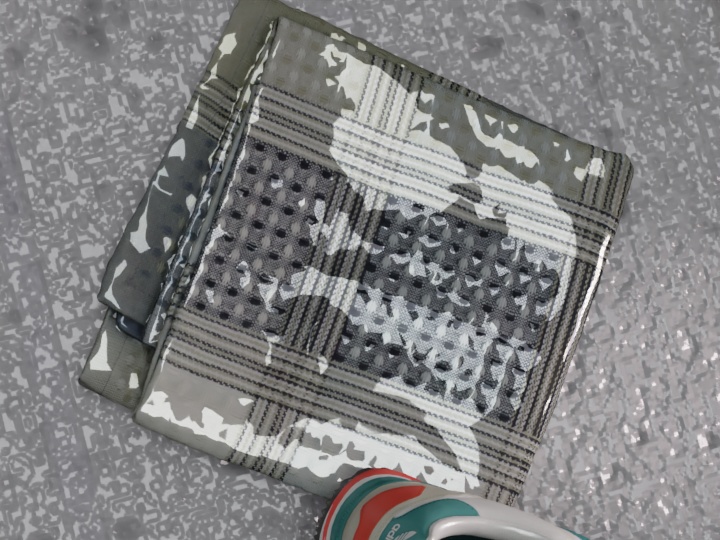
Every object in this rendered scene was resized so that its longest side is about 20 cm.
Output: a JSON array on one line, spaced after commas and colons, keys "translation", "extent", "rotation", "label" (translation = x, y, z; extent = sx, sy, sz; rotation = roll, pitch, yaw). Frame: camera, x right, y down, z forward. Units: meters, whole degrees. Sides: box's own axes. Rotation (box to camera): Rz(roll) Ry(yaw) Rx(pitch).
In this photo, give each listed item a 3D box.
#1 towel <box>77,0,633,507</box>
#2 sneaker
[{"translation": [0.000, 0.000, 0.814], "extent": [0.199, 0.035, 0.194], "rotation": [22, 81, -4], "label": "towel"}, {"translation": [0.081, 0.140, 0.762], "extent": [0.199, 0.093, 0.071], "rotation": [26, 86, -19], "label": "sneaker"}]
